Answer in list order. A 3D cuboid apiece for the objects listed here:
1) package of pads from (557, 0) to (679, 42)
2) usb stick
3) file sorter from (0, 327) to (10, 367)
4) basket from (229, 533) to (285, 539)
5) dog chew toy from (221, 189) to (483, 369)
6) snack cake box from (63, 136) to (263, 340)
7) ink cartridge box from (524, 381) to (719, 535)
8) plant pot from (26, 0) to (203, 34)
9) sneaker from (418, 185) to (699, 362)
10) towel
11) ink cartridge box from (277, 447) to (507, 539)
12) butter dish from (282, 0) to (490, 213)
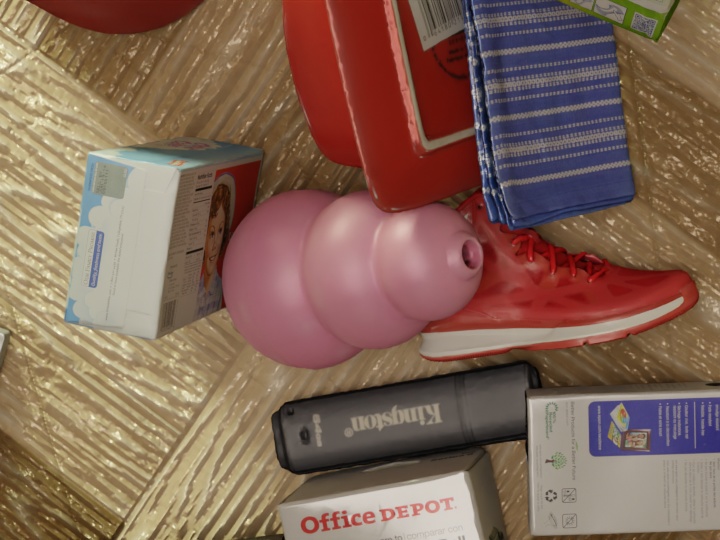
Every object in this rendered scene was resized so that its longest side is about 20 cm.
[{"bbox_3d":[0.158,-0.248,1.485,0.154,0.200,0.068,23,134,9],"label":"package of pads"},{"bbox_3d":[0.035,0.105,1.631,0.199,0.033,0.056,-10,95,14],"label":"usb stick"},{"bbox_3d":[-0.365,0.123,1.675,0.138,0.125,0.201,20,99,9],"label":"file sorter"},{"bbox_3d":[-0.138,0.260,1.621,0.199,0.180,0.137,-12,107,8],"label":"basket"},{"bbox_3d":[0.000,0.000,1.556,0.199,0.124,0.125,-9,95,43],"label":"dog chew toy"},{"bbox_3d":[-0.131,-0.027,1.567,0.067,0.200,0.116,10,98,12],"label":"snack cake box"},{"bbox_3d":[0.213,0.128,1.580,0.199,0.039,0.100,-1,97,2],"label":"ink cartridge box"},{"bbox_3d":[-0.193,-0.262,1.568,0.199,0.177,0.202,1,97,13],"label":"plant pot"},{"bbox_3d":[0.126,-0.007,1.577,0.199,0.078,0.116,-10,95,12],"label":"sneaker"},{"bbox_3d":[0.127,-0.134,1.536,0.024,0.144,0.201,-2,97,47],"label":"towel"},{"bbox_3d":[0.035,0.239,1.619,0.145,0.084,0.201,-12,93,14],"label":"ink cartridge box"},{"bbox_3d":[0.017,-0.150,1.550,0.147,0.199,0.201,-2,104,44],"label":"butter dish"}]
